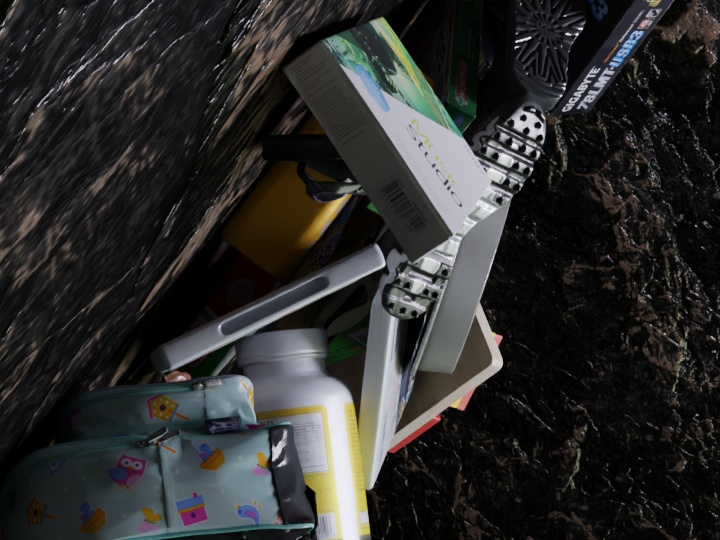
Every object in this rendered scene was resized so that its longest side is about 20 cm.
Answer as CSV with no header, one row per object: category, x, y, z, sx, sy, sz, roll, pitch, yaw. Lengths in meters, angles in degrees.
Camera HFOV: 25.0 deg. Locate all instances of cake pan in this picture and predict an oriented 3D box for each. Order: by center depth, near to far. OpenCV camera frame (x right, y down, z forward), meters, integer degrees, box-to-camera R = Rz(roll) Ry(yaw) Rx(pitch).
cake pan,0.091,0.004,1.445,0.200,0.037,0.200,18,90,-88

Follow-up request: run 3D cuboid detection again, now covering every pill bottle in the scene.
pill bottle,-0.056,0.154,1.389,0.112,0.112,0.200,117,-34,-81

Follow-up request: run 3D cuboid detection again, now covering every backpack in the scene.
backpack,-0.151,0.161,1.123,0.200,0.153,0.176,-11,160,-24

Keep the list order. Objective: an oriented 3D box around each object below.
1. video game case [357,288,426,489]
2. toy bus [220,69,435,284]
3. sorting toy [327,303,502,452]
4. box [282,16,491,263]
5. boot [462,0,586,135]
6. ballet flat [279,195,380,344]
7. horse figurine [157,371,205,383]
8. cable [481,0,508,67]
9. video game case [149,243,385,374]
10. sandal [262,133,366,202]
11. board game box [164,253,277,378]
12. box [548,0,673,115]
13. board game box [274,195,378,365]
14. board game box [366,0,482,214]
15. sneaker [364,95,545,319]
video game case,0.032,0.064,1.454,0.182,0.023,0.200,-63,162,-55
toy bus,-0.024,-0.086,1.269,0.200,0.065,0.078,-52,177,-2
sorting toy,0.050,0.069,1.642,0.199,0.200,0.070,-39,143,27
box,0.024,-0.092,1.064,0.036,0.144,0.200,-33,-175,15
boot,0.106,-0.142,1.373,0.200,0.066,0.165,-52,-167,48
ballet flat,0.000,0.000,1.516,0.200,0.072,0.068,-50,140,12
horse figurine,-0.160,0.132,1.408,0.133,0.050,0.200,-47,155,15
cable,0.088,-0.191,1.496,0.200,0.051,0.163,-138,-127,-62
video game case,-0.079,0.034,1.291,0.182,0.023,0.200,-26,180,-10
sandal,0.001,-0.066,1.152,0.200,0.076,0.043,11,82,-59
board game box,-0.090,0.005,1.483,0.200,0.040,0.153,-54,178,29
box,0.188,-0.270,1.391,0.050,0.200,0.199,-5,151,-26
board game box,-0.011,-0.005,1.631,0.153,0.040,0.200,-23,-136,43
board game box,0.056,-0.155,1.375,0.135,0.029,0.200,-51,-158,40
sneaker,0.064,-0.064,1.275,0.200,0.066,0.091,-55,-138,15
